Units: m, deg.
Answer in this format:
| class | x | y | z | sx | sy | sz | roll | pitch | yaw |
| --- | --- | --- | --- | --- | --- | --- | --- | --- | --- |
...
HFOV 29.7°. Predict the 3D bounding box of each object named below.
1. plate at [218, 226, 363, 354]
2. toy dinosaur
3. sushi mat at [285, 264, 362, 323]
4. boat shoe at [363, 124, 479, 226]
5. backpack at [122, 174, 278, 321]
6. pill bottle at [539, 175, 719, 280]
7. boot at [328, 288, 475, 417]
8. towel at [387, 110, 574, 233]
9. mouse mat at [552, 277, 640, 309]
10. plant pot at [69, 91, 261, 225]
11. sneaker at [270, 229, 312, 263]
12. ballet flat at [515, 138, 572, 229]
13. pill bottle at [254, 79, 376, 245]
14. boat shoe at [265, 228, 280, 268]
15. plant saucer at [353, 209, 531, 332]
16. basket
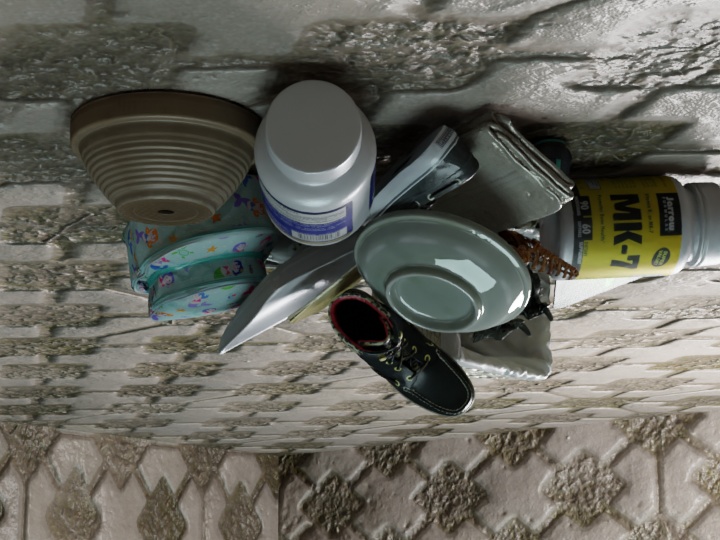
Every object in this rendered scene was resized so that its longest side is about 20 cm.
| class | x | y | z | sx | sy | sz | roll | pitch | yaw |
| --- | --- | --- | --- | --- | --- | --- | --- | --- | --- |
| plate | -0.063 | 0.010 | 1.556 | 0.198 | 0.033 | 0.200 | -30 | 171 | -35 |
| toy dinosaur | 0.159 | 0.002 | 1.539 | 0.101 | 0.138 | 0.200 | -18 | -164 | -17 |
| sushi mat | 0.000 | 0.000 | 1.587 | 0.199 | 0.012 | 0.095 | -38 | 173 | 34 |
| boat shoe | 0.055 | -0.084 | 1.416 | 0.056 | 0.069 | 0.200 | 40 | 149 | -8 |
| backpack | -0.182 | -0.031 | 1.569 | 0.175 | 0.153 | 0.200 | -9 | 161 | -19 |
| pill bottle | 0.312 | -0.050 | 1.555 | 0.197 | 0.116 | 0.114 | -3 | 166 | -6 |
| boot | 0.043 | 0.096 | 1.538 | 0.203 | 0.074 | 0.154 | 40 | -179 | 5 |
| towel | 0.127 | -0.097 | 1.433 | 0.132 | 0.035 | 0.199 | 41 | 151 | -19 |
| mouse mat | 0.317 | -0.021 | 1.700 | 0.159 | 0.008 | 0.201 | -21 | 151 | -6 |
| plant pot | -0.197 | -0.104 | 1.380 | 0.197 | 0.094 | 0.201 | -1 | 165 | 0 |
| sneaker | -0.043 | -0.063 | 1.617 | 0.198 | 0.074 | 0.084 | -18 | 148 | 32 |
| ballet flat | 0.183 | -0.085 | 1.516 | 0.072 | 0.074 | 0.200 | 3 | 166 | -13 |
| pill bottle | -0.043 | -0.106 | 1.317 | 0.118 | 0.122 | 0.200 | 0 | 166 | -1 |
| boat shoe | -0.173 | -0.025 | 1.742 | 0.197 | 0.067 | 0.072 | 1 | 166 | -5 |
| plant saucer | 0.082 | 0.016 | 1.451 | 0.197 | 0.051 | 0.201 | 14 | 146 | 9 |
| basket | 0.128 | 0.038 | 1.736 | 0.159 | 0.203 | 0.197 | -11 | 163 | 43 |
